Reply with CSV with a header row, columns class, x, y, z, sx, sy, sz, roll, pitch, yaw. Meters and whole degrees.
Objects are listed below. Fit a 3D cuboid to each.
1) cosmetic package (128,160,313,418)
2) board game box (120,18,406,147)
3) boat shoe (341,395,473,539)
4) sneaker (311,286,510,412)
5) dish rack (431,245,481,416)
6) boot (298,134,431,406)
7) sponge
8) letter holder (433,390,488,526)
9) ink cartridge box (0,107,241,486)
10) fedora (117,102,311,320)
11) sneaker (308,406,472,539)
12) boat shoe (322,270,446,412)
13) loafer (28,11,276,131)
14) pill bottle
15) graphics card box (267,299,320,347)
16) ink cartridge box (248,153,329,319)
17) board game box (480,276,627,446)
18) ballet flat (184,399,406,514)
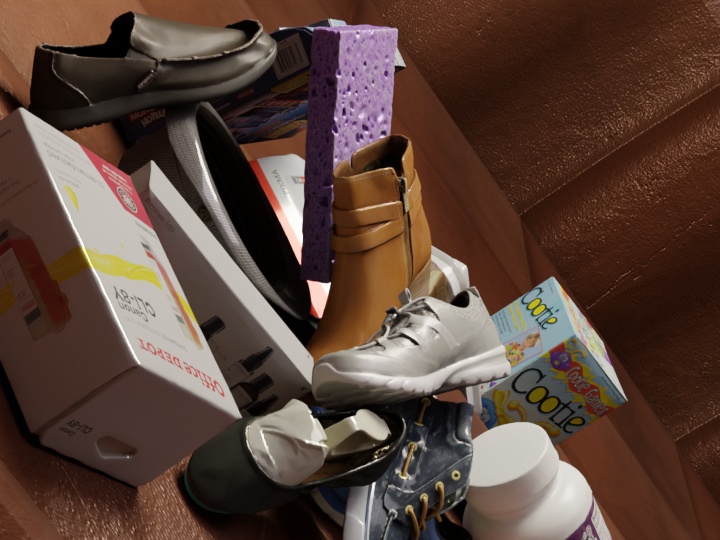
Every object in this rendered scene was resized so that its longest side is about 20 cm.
class,x,y,z,sx,sy,sz,roll,pitch,yaw
cosmetic package,-0.122,0.025,1.549,0.200,0.082,0.051,51,12,-24
board game box,-0.073,-0.161,1.850,0.200,0.199,0.062,-8,76,-65
boat shoe,0.035,0.173,1.614,0.071,0.090,0.201,96,2,-55
sneaker,0.029,0.056,1.605,0.200,0.075,0.082,-7,82,-52
dish rack,0.050,0.042,1.982,0.171,0.043,0.201,30,-41,42
boot,0.000,0.000,1.648,0.200,0.076,0.156,-42,137,-46
sponge,-0.010,-0.095,1.731,0.111,0.030,0.201,-13,109,-65
letter holder,0.078,0.202,1.870,0.200,0.100,0.142,54,14,-16
ink cartridge box,-0.172,0.018,1.351,0.201,0.083,0.145,63,13,26
fedora,-0.124,-0.034,1.673,0.201,0.090,0.177,61,11,-15
sneaker,0.018,0.169,1.724,0.200,0.089,0.079,49,13,-26
boat shoe,0.014,0.066,1.810,0.200,0.062,0.074,-53,149,-42
loafer,-0.155,-0.159,1.617,0.073,0.199,0.072,29,-48,58
pill bottle,0.151,0.228,1.791,0.112,0.112,0.201,-101,167,-62
graphics card box,-0.090,-0.014,1.870,0.126,0.051,0.200,49,15,-37
ink cartridge box,-0.043,-0.031,1.857,0.163,0.050,0.200,62,6,18
board game box,0.138,0.118,2.087,0.103,0.200,0.105,50,14,-31
ballet flat,-0.039,0.120,1.506,0.200,0.068,0.068,-7,62,-53
